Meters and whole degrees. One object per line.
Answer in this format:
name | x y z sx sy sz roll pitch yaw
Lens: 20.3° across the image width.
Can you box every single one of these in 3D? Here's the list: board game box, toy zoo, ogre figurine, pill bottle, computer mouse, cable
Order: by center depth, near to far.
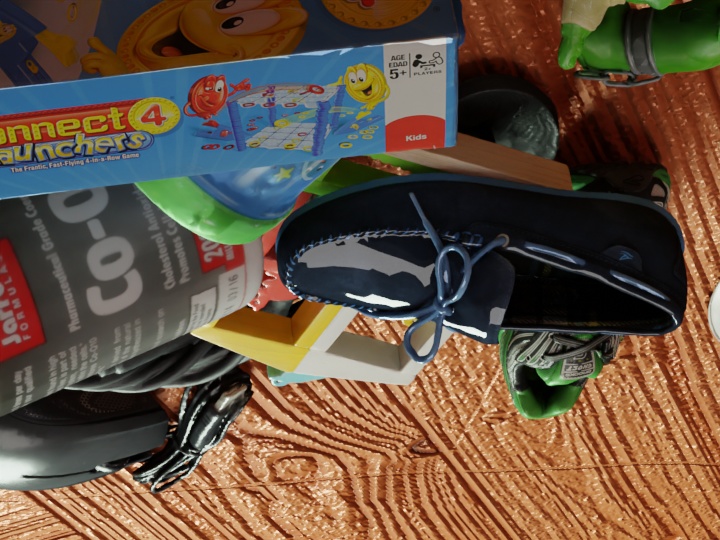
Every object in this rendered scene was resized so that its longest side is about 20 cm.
board game box | -0.075 -0.125 0.714 0.194 0.201 0.056 -7 144 -3
ogre figurine | 0.147 -0.141 0.853 0.119 0.098 0.201 6 134 9
pill bottle | -0.155 0.001 0.912 0.199 0.114 0.114 -25 155 -23
toy zoo | 0.000 0.000 1.008 0.131 0.021 0.200 15 137 -25
cable | -0.101 0.012 1.079 0.199 0.051 0.163 -21 151 11
computer mouse | -0.170 0.099 1.186 0.199 0.053 0.139 9 145 -26

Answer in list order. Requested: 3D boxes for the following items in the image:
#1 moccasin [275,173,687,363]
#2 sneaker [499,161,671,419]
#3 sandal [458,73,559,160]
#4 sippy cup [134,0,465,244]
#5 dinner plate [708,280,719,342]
moccasin | 0.061 -0.002 0.943 0.199 0.068 0.081 -3 141 -6
sneaker | 0.124 0.011 1.090 0.077 0.086 0.200 -2 147 -11
sandal | 0.058 -0.028 1.045 0.075 0.048 0.201 -1 147 -12
sippy cup | -0.033 -0.100 0.830 0.130 0.178 0.140 -31 118 24
dinner plate | 0.308 0.014 1.200 0.199 0.024 0.201 -6 148 -3
